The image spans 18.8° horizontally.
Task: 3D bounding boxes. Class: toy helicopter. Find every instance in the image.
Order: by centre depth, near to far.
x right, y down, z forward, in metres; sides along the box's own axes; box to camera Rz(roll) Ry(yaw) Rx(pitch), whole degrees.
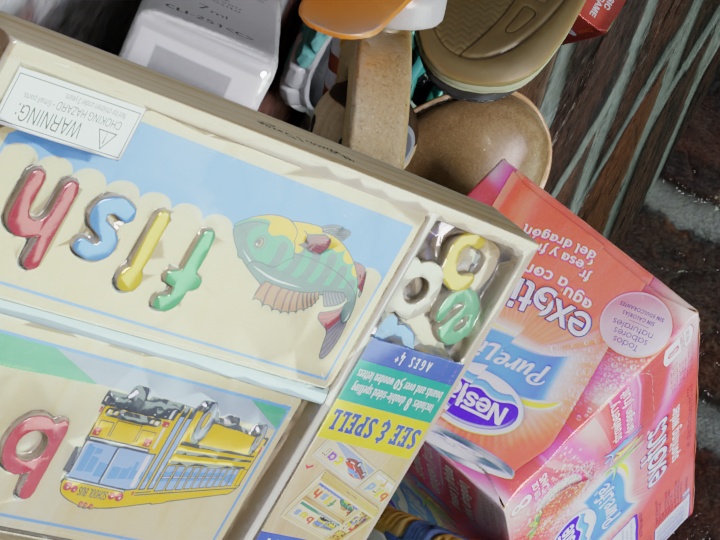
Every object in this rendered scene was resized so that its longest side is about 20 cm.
[{"bbox_3d":[0.002,-0.084,0.722,0.132,0.079,0.201,101,-6,-56],"label":"toy helicopter"}]

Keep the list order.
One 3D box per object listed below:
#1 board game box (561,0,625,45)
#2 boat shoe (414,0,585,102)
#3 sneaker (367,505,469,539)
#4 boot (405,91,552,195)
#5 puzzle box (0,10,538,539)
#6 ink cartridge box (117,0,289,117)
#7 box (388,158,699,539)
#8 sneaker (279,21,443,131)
[{"bbox_3d":[0.071,-0.133,0.912,0.103,0.019,0.200,-61,-160,-12],"label":"board game box"},{"bbox_3d":[0.060,-0.143,0.836,0.065,0.073,0.201,100,4,-62],"label":"boat shoe"},{"bbox_3d":[-0.003,0.128,0.753,0.200,0.075,0.088,2,-114,54],"label":"sneaker"},{"bbox_3d":[0.000,0.000,0.796,0.200,0.074,0.075,-39,-175,-15],"label":"boot"},{"bbox_3d":[-0.052,0.020,0.580,0.200,0.025,0.133,18,107,-45],"label":"puzzle box"},{"bbox_3d":[-0.079,-0.001,0.679,0.176,0.045,0.201,-90,-156,-73],"label":"ink cartridge box"},{"bbox_3d":[0.061,0.063,0.825,0.103,0.095,0.200,-44,156,-13],"label":"box"},{"bbox_3d":[0.022,-0.070,0.888,0.078,0.091,0.200,-62,171,-13],"label":"sneaker"}]
